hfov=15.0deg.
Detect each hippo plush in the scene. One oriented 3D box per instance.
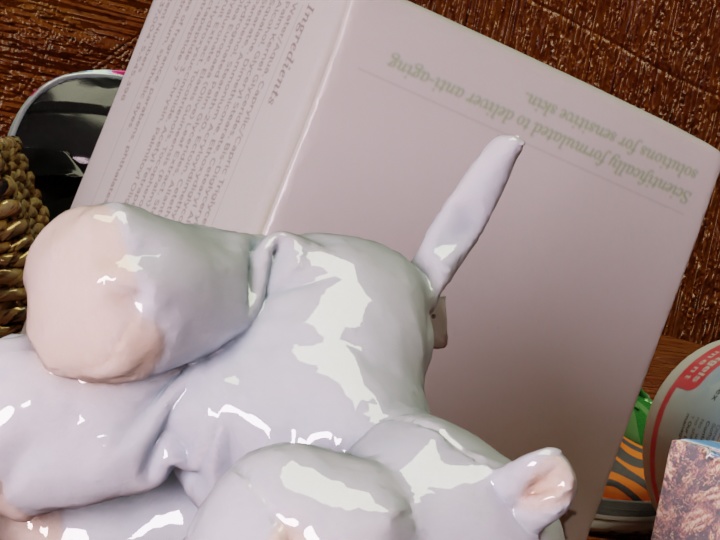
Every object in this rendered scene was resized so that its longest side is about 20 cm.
[{"bbox_3d":[-0.015,0.076,0.824,0.199,0.160,0.161,-8,45,-35],"label":"hippo plush"}]

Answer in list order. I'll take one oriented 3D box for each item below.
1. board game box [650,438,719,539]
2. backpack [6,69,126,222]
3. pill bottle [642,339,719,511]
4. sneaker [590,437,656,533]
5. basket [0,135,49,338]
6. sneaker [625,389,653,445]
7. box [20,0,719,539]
[{"bbox_3d":[0.204,0.121,0.866,0.159,0.097,0.199,14,4,38],"label":"board game box"},{"bbox_3d":[-0.117,-0.021,1.541,0.199,0.179,0.150,6,-17,-21],"label":"backpack"},{"bbox_3d":[0.222,0.098,1.252,0.108,0.109,0.200,10,3,-27],"label":"pill bottle"},{"bbox_3d":[0.089,0.063,1.337,0.199,0.113,0.077,10,4,-28],"label":"sneaker"},{"bbox_3d":[-0.211,0.026,1.336,0.142,0.150,0.200,-21,5,-2],"label":"basket"},{"bbox_3d":[0.133,0.067,1.598,0.199,0.084,0.074,24,-5,-24],"label":"sneaker"},{"bbox_3d":[0.000,0.000,1.121,0.198,0.201,0.171,22,-2,-31],"label":"box"}]
